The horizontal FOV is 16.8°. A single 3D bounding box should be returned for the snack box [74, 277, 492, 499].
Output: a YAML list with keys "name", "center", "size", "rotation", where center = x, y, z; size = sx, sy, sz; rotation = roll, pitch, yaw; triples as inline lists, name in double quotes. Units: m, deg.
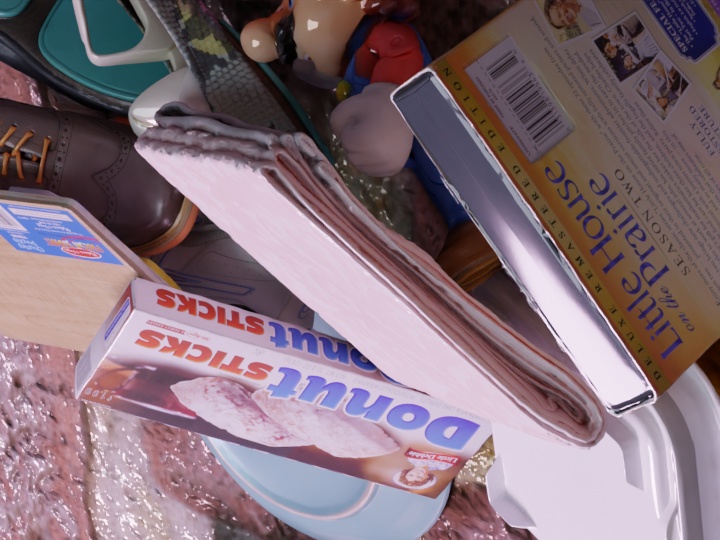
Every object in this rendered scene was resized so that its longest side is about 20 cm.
- name: "snack box"
  center: [-0.034, 0.059, 1.191]
  size: [0.200, 0.024, 0.072]
  rotation: [17, 132, -22]

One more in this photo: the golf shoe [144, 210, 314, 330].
- name: "golf shoe"
  center: [-0.102, 0.002, 1.257]
  size: [0.200, 0.078, 0.097]
  rotation: [-5, 101, 46]

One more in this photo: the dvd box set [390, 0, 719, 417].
- name: "dvd box set"
  center: [0.116, -0.055, 0.931]
  size: [0.146, 0.200, 0.029]
  rotation: [54, 140, -4]

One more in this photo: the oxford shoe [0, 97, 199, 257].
- name: "oxford shoe"
  center: [-0.163, -0.050, 1.206]
  size: [0.200, 0.073, 0.071]
  rotation: [12, 88, 38]

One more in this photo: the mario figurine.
- name: "mario figurine"
  center: [-0.004, -0.077, 1.085]
  size: [0.200, 0.106, 0.123]
  rotation: [60, 144, 7]

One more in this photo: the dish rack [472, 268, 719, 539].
- name: "dish rack"
  center: [0.103, 0.086, 1.102]
  size: [0.200, 0.043, 0.172]
  rotation: [43, 147, 54]

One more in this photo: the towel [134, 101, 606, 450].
- name: "towel"
  center: [0.000, 0.000, 1.060]
  size: [0.191, 0.032, 0.200]
  rotation: [42, 172, -20]

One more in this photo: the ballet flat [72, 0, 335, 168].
- name: "ballet flat"
  center: [-0.091, -0.106, 1.156]
  size: [0.200, 0.071, 0.069]
  rotation: [57, 164, 14]

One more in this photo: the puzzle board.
- name: "puzzle board"
  center: [-0.161, -0.002, 1.227]
  size: [0.200, 0.017, 0.151]
  rotation: [7, 150, 43]

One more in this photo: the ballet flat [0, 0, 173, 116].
- name: "ballet flat"
  center: [-0.157, -0.124, 1.245]
  size: [0.200, 0.073, 0.073]
  rotation: [25, 134, 14]

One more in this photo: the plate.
- name: "plate"
  center: [-0.038, 0.070, 1.302]
  size: [0.200, 0.026, 0.201]
  rotation: [24, 132, 30]

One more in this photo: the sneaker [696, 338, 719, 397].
- name: "sneaker"
  center: [0.215, 0.076, 1.032]
  size: [0.200, 0.077, 0.073]
  rotation: [30, 134, 21]
